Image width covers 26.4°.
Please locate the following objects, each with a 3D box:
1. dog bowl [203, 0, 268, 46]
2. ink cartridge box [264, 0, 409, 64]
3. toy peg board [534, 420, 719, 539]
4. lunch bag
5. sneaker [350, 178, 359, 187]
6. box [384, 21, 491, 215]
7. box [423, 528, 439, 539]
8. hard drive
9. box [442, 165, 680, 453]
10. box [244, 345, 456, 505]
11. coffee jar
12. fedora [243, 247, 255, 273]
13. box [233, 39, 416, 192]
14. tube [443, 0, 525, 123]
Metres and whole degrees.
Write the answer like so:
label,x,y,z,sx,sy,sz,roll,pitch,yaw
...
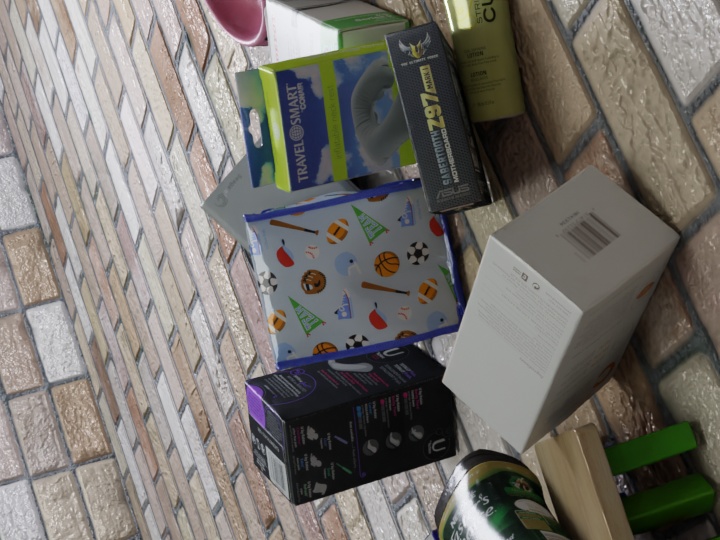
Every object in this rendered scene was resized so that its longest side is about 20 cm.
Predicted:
label,x,y,z,sx,sy,sz,roll,pitch,yaw
dog bowl,-0.126,-0.346,1.767,0.200,0.074,0.200,43,148,36
ink cartridge box,-0.023,-0.210,1.632,0.200,0.084,0.146,-141,42,-58
toy peg board,0.236,0.220,1.280,0.199,0.098,0.200,105,148,-79
lunch bag,0.000,0.000,1.583,0.124,0.200,0.170,-41,-62,-79
sneaker,-0.053,-0.109,1.800,0.200,0.060,0.104,42,141,39
box,0.072,-0.130,1.376,0.200,0.051,0.158,-17,-87,-83
box,0.129,0.373,1.593,0.200,0.105,0.184,66,156,21
hard drive,-0.057,-0.050,1.660,0.200,0.132,0.026,42,-167,-1
box,0.158,0.034,1.246,0.097,0.124,0.200,42,145,22
box,-0.011,0.162,1.679,0.122,0.200,0.106,-144,44,-59
coffee jar,0.130,0.243,1.349,0.104,0.085,0.200,-66,20,16
fedora,-0.075,-0.042,1.736,0.200,0.092,0.201,31,133,40
box,-0.014,-0.152,1.487,0.048,0.200,0.122,-152,50,-62
tube,0.101,-0.231,1.350,0.052,0.058,0.200,-161,60,-77
